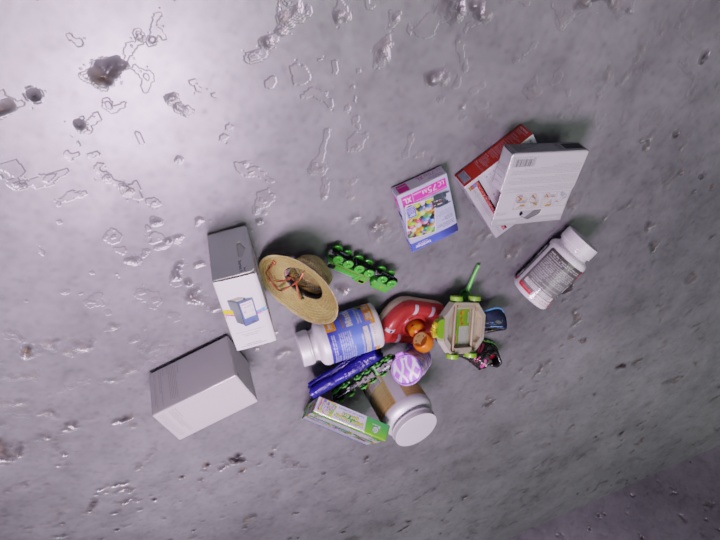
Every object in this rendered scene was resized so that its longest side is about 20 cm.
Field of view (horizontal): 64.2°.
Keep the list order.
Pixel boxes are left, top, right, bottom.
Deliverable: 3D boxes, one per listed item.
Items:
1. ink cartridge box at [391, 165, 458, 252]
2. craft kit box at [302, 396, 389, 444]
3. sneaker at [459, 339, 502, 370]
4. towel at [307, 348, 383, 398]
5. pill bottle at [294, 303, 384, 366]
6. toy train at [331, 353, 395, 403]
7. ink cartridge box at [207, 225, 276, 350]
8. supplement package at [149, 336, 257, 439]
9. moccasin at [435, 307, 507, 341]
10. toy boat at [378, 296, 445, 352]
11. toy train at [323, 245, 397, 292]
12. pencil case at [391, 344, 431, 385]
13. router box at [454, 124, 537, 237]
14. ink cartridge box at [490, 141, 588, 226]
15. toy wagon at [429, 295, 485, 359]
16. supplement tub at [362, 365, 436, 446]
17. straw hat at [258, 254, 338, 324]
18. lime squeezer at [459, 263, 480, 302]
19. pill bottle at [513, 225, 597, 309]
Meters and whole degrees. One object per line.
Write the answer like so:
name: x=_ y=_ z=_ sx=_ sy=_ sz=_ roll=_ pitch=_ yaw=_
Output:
ink cartridge box: x=0.148 y=-0.121 z=1.267 sx=0.118 sy=0.042 sz=0.201 roll=-25 pitch=136 yaw=-3
craft kit box: x=-0.044 y=0.397 z=1.504 sx=0.198 sy=0.049 sz=0.198 roll=24 pitch=159 yaw=-6
sneaker: x=0.332 y=0.236 z=1.634 sx=0.198 sy=0.084 sz=0.077 roll=11 pitch=123 yaw=-32
towel: x=-0.038 y=0.252 z=1.472 sx=0.199 sy=0.050 sz=0.148 roll=-31 pitch=173 yaw=3
pill bottle: x=-0.052 y=0.158 z=1.367 sx=0.198 sy=0.113 sz=0.113 roll=-17 pitch=134 yaw=-11
toy train: x=0.010 y=0.279 z=1.495 sx=0.199 sy=0.056 sz=0.042 roll=-33 pitch=96 yaw=3
ink cartridge box: x=-0.237 y=0.036 z=1.147 sx=0.087 sy=0.146 sz=0.201 roll=-13 pitch=135 yaw=-9
supplement package: x=-0.356 y=0.267 z=1.303 sx=0.198 sy=0.122 sz=0.120 roll=-26 pitch=135 yaw=-1
moccasin: x=0.293 y=0.159 z=1.532 sx=0.198 sy=0.069 sz=0.080 roll=-23 pitch=157 yaw=17
toy boat: x=0.139 y=0.149 z=1.435 sx=0.198 sy=0.131 sz=0.131 roll=9 pitch=125 yaw=-31
toy train: x=0.000 y=0.000 z=1.293 sx=0.199 sy=0.042 sz=0.056 roll=24 pitch=134 yaw=-34
pencil case: x=0.130 y=0.236 z=1.469 sx=0.083 sy=0.086 sz=0.200 roll=-31 pitch=172 yaw=11
router box: x=0.329 y=-0.192 z=1.281 sx=0.179 sy=0.049 sz=0.200 roll=-37 pitch=134 yaw=8
ink cartridge box: x=0.375 y=-0.187 z=1.241 sx=0.198 sy=0.044 sz=0.175 roll=-7 pitch=131 yaw=-21
toy wagon: x=0.238 y=0.140 z=1.427 sx=0.198 sy=0.039 sz=0.157 roll=2 pitch=92 yaw=-38
supplement tub: x=0.103 y=0.350 z=1.539 sx=0.143 sy=0.200 sz=0.146 roll=-16 pitch=133 yaw=-18
straw hat: x=-0.111 y=0.014 z=1.220 sx=0.085 sy=0.199 sz=0.202 roll=-52 pitch=149 yaw=-37
lime squeezer: x=0.288 y=0.074 z=1.505 sx=0.070 sy=0.038 sz=0.201 roll=-19 pitch=134 yaw=-8
pill bottle: x=0.503 y=-0.008 z=1.479 sx=0.113 sy=0.114 sz=0.200 roll=23 pitch=117 yaw=-38
